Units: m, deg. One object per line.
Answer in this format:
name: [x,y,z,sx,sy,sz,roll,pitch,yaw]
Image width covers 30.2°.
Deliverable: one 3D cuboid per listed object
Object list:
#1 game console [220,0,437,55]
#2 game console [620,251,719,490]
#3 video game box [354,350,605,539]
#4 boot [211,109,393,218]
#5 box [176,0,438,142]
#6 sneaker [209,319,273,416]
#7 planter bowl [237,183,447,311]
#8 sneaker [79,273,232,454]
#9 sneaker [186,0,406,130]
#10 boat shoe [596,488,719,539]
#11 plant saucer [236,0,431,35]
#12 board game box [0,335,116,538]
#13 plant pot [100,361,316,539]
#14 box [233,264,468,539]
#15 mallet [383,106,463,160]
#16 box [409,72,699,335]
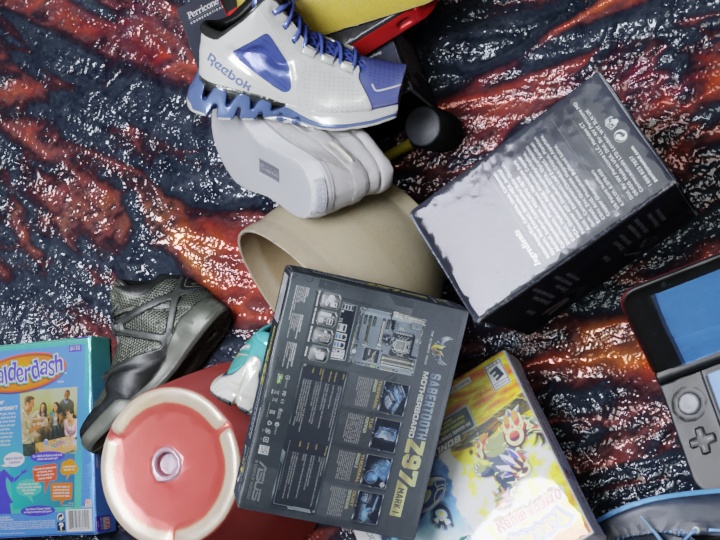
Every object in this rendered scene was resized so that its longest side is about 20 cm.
game console: [-0.037,-0.274,1.246,0.198,0.031,0.179,-29,71,13]
game console: [0.346,0.075,1.131,0.198,0.119,0.175,-22,69,16]
video game box: [0.086,0.200,1.171,0.199,0.047,0.184,-33,62,14]
boot: [-0.053,-0.106,1.210,0.200,0.095,0.074,39,134,45]
box: [-0.051,-0.206,1.309,0.198,0.104,0.184,-23,78,15]
sneaker: [-0.069,0.086,1.212,0.077,0.200,0.080,29,96,8]
planter bowl: [0.000,0.000,1.239,0.135,0.201,0.200,-42,71,-18]
sneaker: [-0.230,0.085,1.356,0.114,0.076,0.200,38,91,21]
sneaker: [-0.057,-0.192,1.168,0.196,0.081,0.117,2,119,1]
boat shoe: [0.289,0.231,1.150,0.198,0.084,0.069,-18,51,19]
plant saucer: [-0.039,-0.318,1.213,0.197,0.048,0.203,-14,75,19]
board game box: [-0.333,0.176,1.399,0.150,0.045,0.203,-5,83,19]
plant pot: [-0.143,0.183,1.263,0.197,0.177,0.204,-2,83,19]
box: [-0.008,0.110,1.110,0.155,0.051,0.203,12,95,-11]
mallet: [0.004,-0.102,1.299,0.198,0.066,0.042,-26,78,15]
box: [0.174,-0.049,1.165,0.199,0.196,0.118,-36,74,12]
